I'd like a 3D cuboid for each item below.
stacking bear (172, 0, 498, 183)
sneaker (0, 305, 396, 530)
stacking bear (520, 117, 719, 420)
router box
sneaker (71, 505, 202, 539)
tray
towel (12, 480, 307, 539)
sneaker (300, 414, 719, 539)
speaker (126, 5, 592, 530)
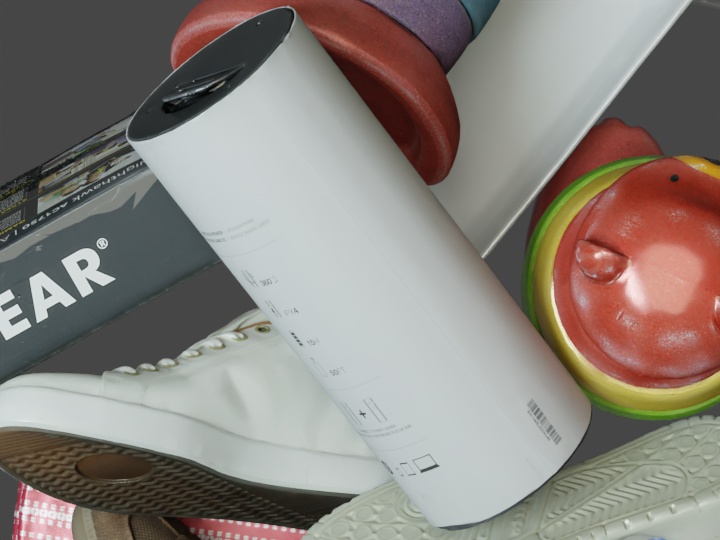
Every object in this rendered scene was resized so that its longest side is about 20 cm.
[{"bbox_3d":[0.020,-0.157,1.203,0.121,0.114,0.200,23,72,2],"label":"stacking bear"},{"bbox_3d":[-0.067,0.052,1.186,0.200,0.073,0.085,13,63,-38],"label":"sneaker"},{"bbox_3d":[0.117,0.002,1.161,0.121,0.200,0.114,28,90,3],"label":"stacking bear"},{"bbox_3d":[-0.153,0.009,1.198,0.200,0.149,0.051,-29,103,2],"label":"router box"},{"bbox_3d":[-0.036,0.155,1.191,0.076,0.070,0.200,-40,74,16],"label":"sneaker"},{"bbox_3d":[0.046,-0.069,1.244,0.107,0.022,0.200,39,90,26],"label":"tray"},{"bbox_3d":[-0.081,0.161,1.256,0.144,0.022,0.201,8,90,1],"label":"towel"},{"bbox_3d":[0.073,0.133,1.199,0.199,0.077,0.111,-15,128,-11],"label":"sneaker"},{"bbox_3d":[0.000,0.000,1.120,0.081,0.081,0.200,-38,108,1],"label":"speaker"}]
